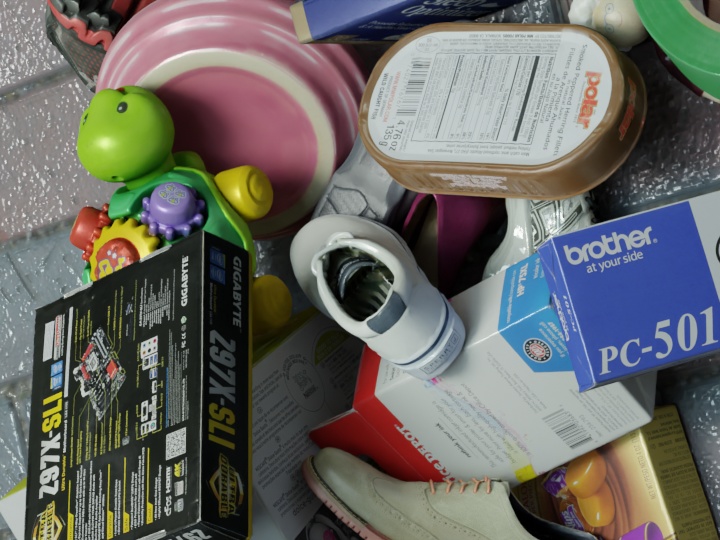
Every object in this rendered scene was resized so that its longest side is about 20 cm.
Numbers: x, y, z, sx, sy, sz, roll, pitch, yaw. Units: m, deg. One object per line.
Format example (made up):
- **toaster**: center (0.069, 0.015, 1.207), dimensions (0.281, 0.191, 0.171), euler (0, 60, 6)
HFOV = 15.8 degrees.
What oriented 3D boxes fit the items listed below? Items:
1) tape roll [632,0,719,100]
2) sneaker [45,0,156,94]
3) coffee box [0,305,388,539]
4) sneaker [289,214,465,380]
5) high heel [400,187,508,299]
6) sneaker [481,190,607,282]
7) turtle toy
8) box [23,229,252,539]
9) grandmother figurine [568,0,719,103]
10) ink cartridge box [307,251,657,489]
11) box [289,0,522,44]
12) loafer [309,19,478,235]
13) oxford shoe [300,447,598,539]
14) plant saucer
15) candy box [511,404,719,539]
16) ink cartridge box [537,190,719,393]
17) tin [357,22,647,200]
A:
- **tape roll**: center (0.260, -0.194, 1.548), dimensions (0.200, 0.048, 0.201), euler (-13, 62, 25)
- **sneaker**: center (-0.142, -0.148, 1.852), dimensions (0.200, 0.071, 0.098), euler (31, 149, -7)
- **coffee box**: center (-0.082, 0.165, 1.754), dimensions (0.199, 0.200, 0.198), euler (-26, 97, 33)
- **sneaker**: center (0.000, 0.000, 1.664), dimensions (0.073, 0.071, 0.200), euler (-49, 33, -3)
- **high heel**: center (0.027, 0.012, 1.753), dimensions (0.067, 0.096, 0.200), euler (39, 115, 25)
- **sneaker**: center (0.136, -0.033, 1.701), dimensions (0.087, 0.076, 0.201), euler (14, 101, 11)
- **turtle toy**: center (-0.137, -0.025, 1.733), dimensions (0.146, 0.101, 0.201), euler (-15, 82, 35)
- **box**: center (-0.138, 0.092, 1.608), dimensions (0.160, 0.049, 0.200), euler (-26, 53, 37)
- **grandmother figurine**: center (0.223, -0.162, 1.625), dimensions (0.200, 0.061, 0.122), euler (2, 87, 32)
- **ink cartridge box**: center (0.078, 0.080, 1.670), dimensions (0.200, 0.067, 0.116), euler (-28, 120, 29)
- **box**: center (0.067, -0.189, 1.691), dimensions (0.200, 0.121, 0.032), euler (-19, 82, 35)
- **loafer**: center (0.036, -0.084, 1.764), dimensions (0.072, 0.063, 0.200), euler (42, 108, 23)
- **oxford shoe**: center (0.058, 0.153, 1.660), dimensions (0.200, 0.071, 0.074), euler (27, 108, -13)
- **plant saucer**: center (-0.088, -0.099, 1.787), dimensions (0.200, 0.051, 0.201), euler (4, 124, 6)
- **candy box**: center (0.177, 0.200, 1.690), dimensions (0.117, 0.056, 0.200), euler (-23, 80, 35)
- **ink cartridge box**: center (0.217, 0.002, 1.574), dimensions (0.044, 0.199, 0.094), euler (133, 122, -78)
- **tin**: center (0.087, -0.103, 1.653), dimensions (0.200, 0.042, 0.112), euler (4, 73, 35)
